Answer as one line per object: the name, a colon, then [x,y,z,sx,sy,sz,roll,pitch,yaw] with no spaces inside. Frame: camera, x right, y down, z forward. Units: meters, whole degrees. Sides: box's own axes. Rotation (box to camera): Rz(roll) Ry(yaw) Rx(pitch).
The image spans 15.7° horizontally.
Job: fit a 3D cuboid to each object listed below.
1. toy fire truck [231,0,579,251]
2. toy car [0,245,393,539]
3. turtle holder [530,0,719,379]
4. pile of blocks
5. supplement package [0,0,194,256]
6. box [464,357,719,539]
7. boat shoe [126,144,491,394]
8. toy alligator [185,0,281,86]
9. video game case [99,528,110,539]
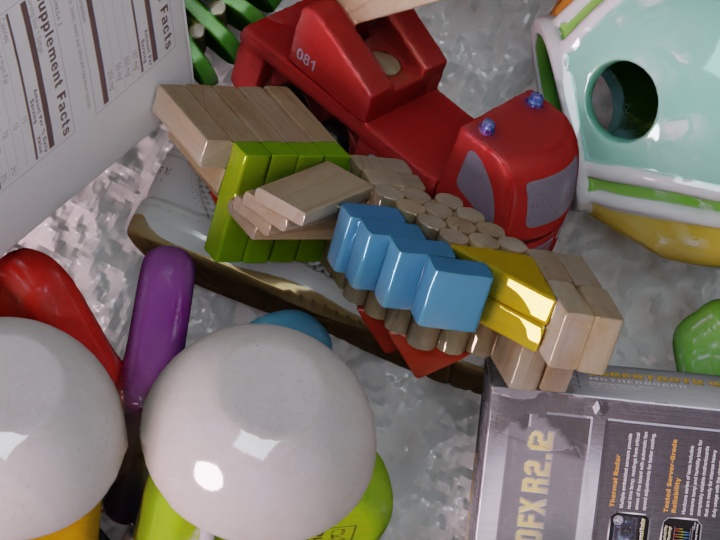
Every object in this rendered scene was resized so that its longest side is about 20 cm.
toy fire truck: [0.010,-0.102,0.991,0.200,0.141,0.049,40,46,22]
toy car: [-0.089,0.060,0.963,0.199,0.175,0.150,2,55,-9]
turtle holder: [0.142,-0.056,1.031,0.131,0.141,0.186,-12,118,-4]
pile of blocks: [0.000,0.000,0.954,0.200,0.082,0.062,31,119,27]
supplement package: [-0.168,-0.070,0.940,0.114,0.110,0.200,29,53,28]
box: [0.115,0.140,0.998,0.158,0.048,0.201,5,102,-1]
boat shoe: [0.010,-0.004,1.039,0.200,0.071,0.069,23,79,1]
toy alligator: [-0.047,-0.127,1.063,0.054,0.059,0.200,42,81,5]
video game case: [-0.177,0.168,1.026,0.200,0.026,0.181,-40,84,-9]
